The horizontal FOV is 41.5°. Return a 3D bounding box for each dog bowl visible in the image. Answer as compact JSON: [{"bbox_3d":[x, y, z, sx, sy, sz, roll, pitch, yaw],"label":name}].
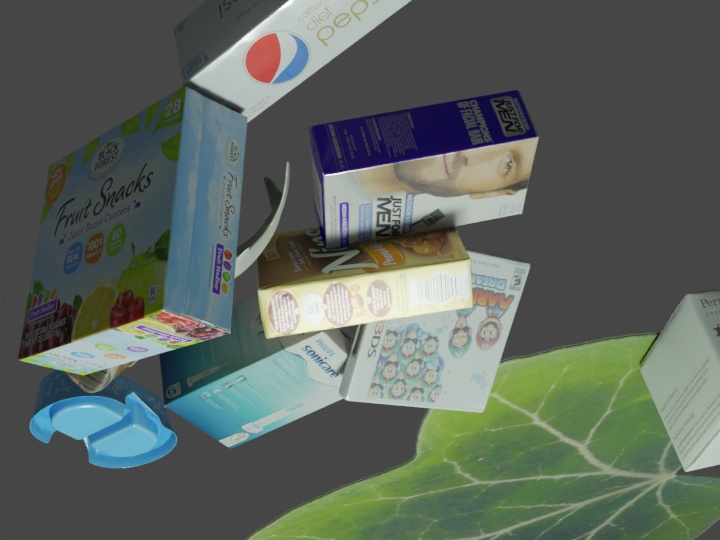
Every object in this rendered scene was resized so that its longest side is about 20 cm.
[{"bbox_3d":[-0.296,0.169,1.104,0.110,0.050,0.200,-25,144,13],"label":"dog bowl"}]

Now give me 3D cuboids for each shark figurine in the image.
[{"bbox_3d":[-0.149,-0.012,0.823,0.210,0.131,0.090,-14,169,3],"label":"shark figurine"}]

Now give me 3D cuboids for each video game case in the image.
[{"bbox_3d":[0.085,0.062,1.043,0.197,0.024,0.186,10,102,-34],"label":"video game case"}]

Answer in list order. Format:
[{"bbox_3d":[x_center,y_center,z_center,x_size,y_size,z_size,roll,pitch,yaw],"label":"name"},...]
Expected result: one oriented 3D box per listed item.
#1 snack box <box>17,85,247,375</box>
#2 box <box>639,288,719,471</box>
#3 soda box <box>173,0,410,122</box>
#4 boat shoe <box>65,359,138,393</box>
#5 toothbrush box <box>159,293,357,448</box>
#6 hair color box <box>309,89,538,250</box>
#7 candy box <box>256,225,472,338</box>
[{"bbox_3d":[-0.176,-0.023,0.726,0.198,0.172,0.067,-15,154,41],"label":"snack box"},{"bbox_3d":[0.525,0.140,1.292,0.195,0.174,0.202,-8,145,-12],"label":"box"},{"bbox_3d":[-0.041,-0.193,0.684,0.198,0.065,0.068,-32,143,22],"label":"soda box"},{"bbox_3d":[-0.224,0.033,0.935,0.201,0.076,0.072,-50,168,27],"label":"boat shoe"},{"bbox_3d":[-0.103,0.103,1.057,0.197,0.087,0.147,-25,144,14],"label":"toothbrush box"},{"bbox_3d":[0.055,-0.090,0.870,0.196,0.066,0.110,-12,146,-8],"label":"hair color box"},{"bbox_3d":[0.000,0.000,0.907,0.195,0.116,0.056,-8,117,-4],"label":"candy box"}]
